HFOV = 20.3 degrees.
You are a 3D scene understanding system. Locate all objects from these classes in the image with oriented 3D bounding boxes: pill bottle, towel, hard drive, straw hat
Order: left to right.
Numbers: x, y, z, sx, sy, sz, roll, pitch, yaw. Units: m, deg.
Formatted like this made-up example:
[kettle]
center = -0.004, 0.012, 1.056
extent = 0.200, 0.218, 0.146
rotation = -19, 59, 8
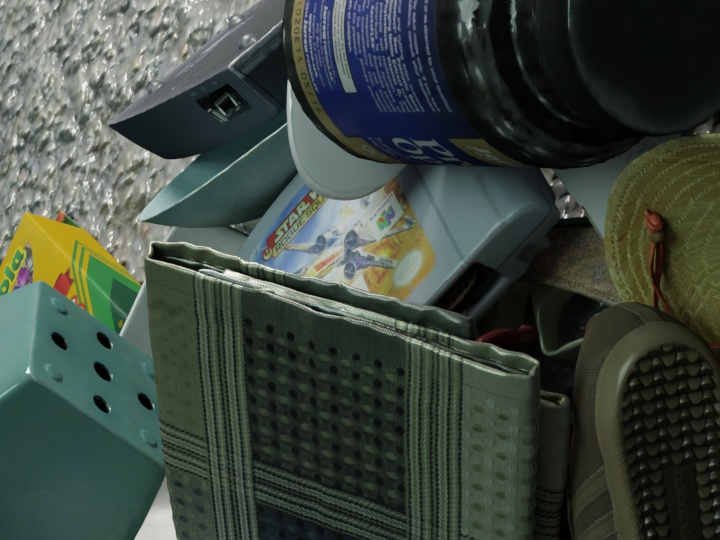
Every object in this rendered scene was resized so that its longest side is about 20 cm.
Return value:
[hard drive]
center = -0.054, -0.115, 1.088
extent = 0.135, 0.042, 0.200
rotation = -42, 13, -21
[towel]
center = -0.002, 0.086, 0.872
extent = 0.191, 0.035, 0.201
rotation = 18, 131, 24
[pill bottle]
center = 0.059, -0.096, 0.797
extent = 0.200, 0.111, 0.113
rotation = 8, 82, 61
[straw hat]
center = 0.193, 0.003, 0.774
extent = 0.085, 0.202, 0.201
rotation = -38, 31, -24

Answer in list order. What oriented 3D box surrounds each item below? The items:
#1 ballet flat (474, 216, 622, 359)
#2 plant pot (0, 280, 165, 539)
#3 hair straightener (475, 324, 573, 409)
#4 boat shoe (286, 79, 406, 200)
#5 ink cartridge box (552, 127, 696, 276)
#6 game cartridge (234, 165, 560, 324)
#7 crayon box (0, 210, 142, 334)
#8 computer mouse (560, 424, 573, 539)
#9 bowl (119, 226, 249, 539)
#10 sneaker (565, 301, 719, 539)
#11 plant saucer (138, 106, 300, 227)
[ballet flat]
center = 0.081, 0.006, 0.936
extent = 0.199, 0.068, 0.068
rotation = 4, 86, 53
[plant pot]
center = -0.194, 0.114, 1.033
extent = 0.200, 0.141, 0.142
rotation = -44, 26, 18
[hair straightener]
center = 0.053, 0.119, 0.898
extent = 0.077, 0.041, 0.201
rotation = 57, 141, 36
[boat shoe]
center = 0.003, -0.125, 0.936
extent = 0.068, 0.071, 0.202
rotation = 141, 138, -73
[ink cartridge box]
center = 0.112, -0.137, 0.854
extent = 0.200, 0.047, 0.199
rotation = 56, 140, 39
[game cartridge]
center = 0.000, 0.000, 0.945
extent = 0.200, 0.041, 0.134
rotation = -48, 45, 21
[crayon box]
center = -0.190, 0.050, 1.257
extent = 0.200, 0.051, 0.128
rotation = 38, 106, 51
[computer mouse]
center = 0.106, 0.099, 0.892
extent = 0.199, 0.034, 0.059
rotation = 8, 81, 51
[bowl]
center = -0.060, 0.090, 1.065
extent = 0.199, 0.074, 0.201
rotation = 30, 99, 51
[sneaker]
center = 0.119, 0.111, 0.829
extent = 0.076, 0.070, 0.202
rotation = -126, 36, -71
[plant saucer]
center = -0.027, -0.075, 1.055
extent = 0.200, 0.039, 0.201
rotation = -36, 9, 7
